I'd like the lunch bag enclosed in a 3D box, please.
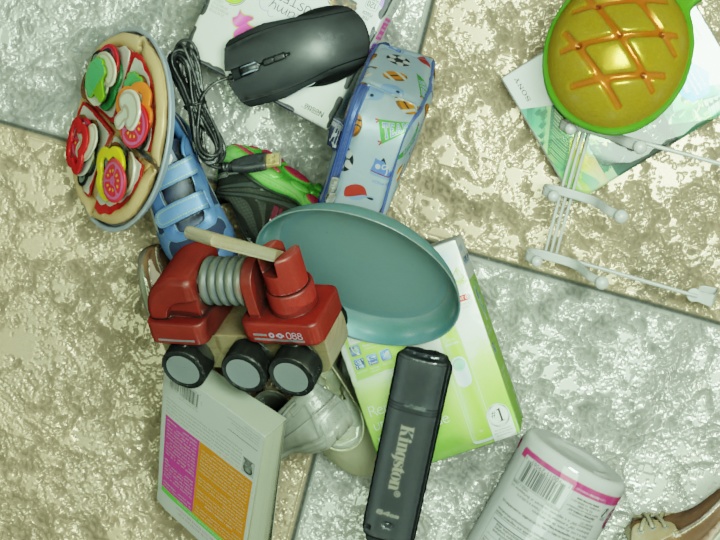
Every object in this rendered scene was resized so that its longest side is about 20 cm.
[{"bbox_3d":[0.013,-0.115,1.473,0.075,0.200,0.161,20,120,3],"label":"lunch bag"}]

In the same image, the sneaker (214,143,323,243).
[{"bbox_3d":[-0.069,-0.049,1.551,0.200,0.076,0.084,39,115,29],"label":"sneaker"}]

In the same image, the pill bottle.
[{"bbox_3d":[0.167,0.268,1.542,0.113,0.113,0.201,29,98,3],"label":"pill bottle"}]

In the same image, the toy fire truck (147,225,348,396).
[{"bbox_3d":[-0.120,0.014,1.412,0.174,0.129,0.201,3,127,24],"label":"toy fire truck"}]

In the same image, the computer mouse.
[{"bbox_3d":[-0.083,-0.170,1.491,0.198,0.046,0.142,-12,93,7],"label":"computer mouse"}]

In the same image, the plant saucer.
[{"bbox_3d":[0.000,0.000,1.436,0.198,0.201,0.028,19,56,5],"label":"plant saucer"}]

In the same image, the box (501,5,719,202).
[{"bbox_3d":[0.257,-0.179,1.528,0.199,0.036,0.145,-32,91,10],"label":"box"}]

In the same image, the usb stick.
[{"bbox_3d":[0.044,0.170,1.501,0.055,0.033,0.202,12,104,2],"label":"usb stick"}]

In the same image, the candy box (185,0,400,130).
[{"bbox_3d":[-0.056,-0.264,1.539,0.167,0.072,0.201,27,98,3],"label":"candy box"}]

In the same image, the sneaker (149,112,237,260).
[{"bbox_3d":[-0.182,-0.079,1.534,0.073,0.082,0.201,-25,67,0],"label":"sneaker"}]

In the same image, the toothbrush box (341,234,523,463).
[{"bbox_3d":[0.063,0.083,1.551,0.144,0.086,0.202,-18,92,9],"label":"toothbrush box"}]

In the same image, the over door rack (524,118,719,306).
[{"bbox_3d":[0.272,-0.053,1.498,0.198,0.067,0.149,13,107,-4],"label":"over door rack"}]

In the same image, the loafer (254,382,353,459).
[{"bbox_3d":[-0.083,0.150,1.540,0.199,0.070,0.070,-26,103,49],"label":"loafer"}]

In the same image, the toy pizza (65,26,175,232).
[{"bbox_3d":[-0.242,-0.139,1.529,0.032,0.200,0.202,5,98,-37],"label":"toy pizza"}]

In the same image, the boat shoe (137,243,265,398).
[{"bbox_3d":[-0.157,0.058,1.579,0.071,0.076,0.201,-23,102,19],"label":"boat shoe"}]

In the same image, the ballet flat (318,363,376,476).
[{"bbox_3d":[-0.042,0.125,1.577,0.069,0.069,0.201,-31,91,9],"label":"ballet flat"}]

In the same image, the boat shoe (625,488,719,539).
[{"bbox_3d":[0.293,0.275,1.542,0.200,0.076,0.072,-44,85,7],"label":"boat shoe"}]

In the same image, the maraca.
[{"bbox_3d":[0.249,-0.223,1.457,0.136,0.107,0.201,25,85,6],"label":"maraca"}]

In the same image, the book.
[{"bbox_3d":[-0.143,0.190,1.539,0.133,0.048,0.201,32,136,23],"label":"book"}]
